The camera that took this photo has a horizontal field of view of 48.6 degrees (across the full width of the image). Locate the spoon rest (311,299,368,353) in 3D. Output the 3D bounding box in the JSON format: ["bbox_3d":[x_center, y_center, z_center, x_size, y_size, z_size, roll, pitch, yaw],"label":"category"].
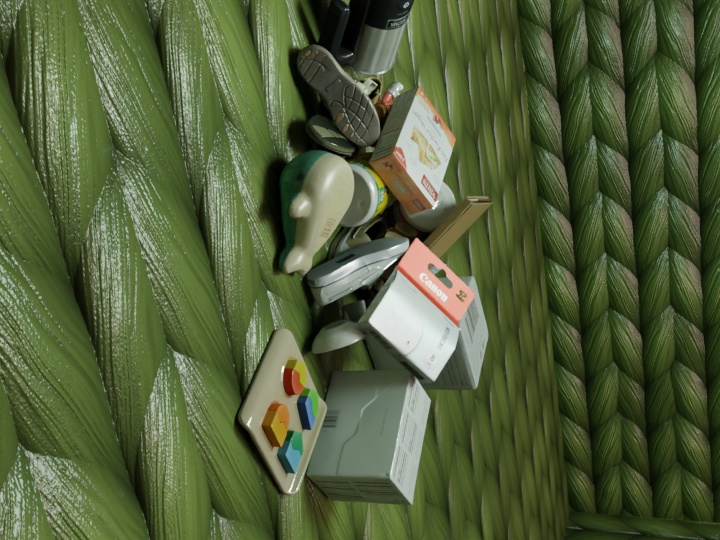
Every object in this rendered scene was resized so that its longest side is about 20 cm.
[{"bbox_3d":[-0.023,0.108,1.388,0.200,0.099,0.061,-47,118,-70],"label":"spoon rest"}]

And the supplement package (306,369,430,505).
[{"bbox_3d":[0.018,0.285,1.373,0.111,0.156,0.200,58,36,-44],"label":"supplement package"}]

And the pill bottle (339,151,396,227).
[{"bbox_3d":[0.009,-0.154,1.451,0.200,0.113,0.113,-37,122,-63],"label":"pill bottle"}]

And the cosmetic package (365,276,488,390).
[{"bbox_3d":[0.136,0.127,1.611,0.165,0.200,0.165,-65,145,-47],"label":"cosmetic package"}]

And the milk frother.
[{"bbox_3d":[-0.013,-0.484,1.425,0.188,0.180,0.200,114,-41,-55],"label":"milk frother"}]

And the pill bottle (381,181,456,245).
[{"bbox_3d":[0.102,-0.100,1.572,0.200,0.111,0.111,136,-38,-68],"label":"pill bottle"}]

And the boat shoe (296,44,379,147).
[{"bbox_3d":[-0.033,-0.302,1.364,0.200,0.076,0.072,55,10,-21],"label":"boat shoe"}]

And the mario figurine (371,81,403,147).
[{"bbox_3d":[0.071,-0.290,1.536,0.124,0.106,0.200,-66,172,21],"label":"mario figurine"}]

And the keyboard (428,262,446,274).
[{"bbox_3d":[0.077,0.044,1.517,0.011,0.200,0.056,58,13,21],"label":"keyboard"}]

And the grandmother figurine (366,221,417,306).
[{"bbox_3d":[0.054,0.000,1.522,0.121,0.061,0.200,-32,152,-42],"label":"grandmother figurine"}]

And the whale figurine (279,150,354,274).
[{"bbox_3d":[-0.090,-0.095,1.266,0.159,0.104,0.200,3,110,-68],"label":"whale figurine"}]

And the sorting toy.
[{"bbox_3d":[-0.109,0.219,1.235,0.185,0.036,0.200,-70,148,-42],"label":"sorting toy"}]

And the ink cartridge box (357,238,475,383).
[{"bbox_3d":[0.109,0.064,1.361,0.163,0.057,0.200,43,69,-16],"label":"ink cartridge box"}]

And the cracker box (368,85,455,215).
[{"bbox_3d":[0.098,-0.217,1.438,0.134,0.058,0.200,49,43,-30],"label":"cracker box"}]

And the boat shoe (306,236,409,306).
[{"bbox_3d":[0.000,0.000,1.381,0.200,0.074,0.065,-23,113,-20],"label":"boat shoe"}]

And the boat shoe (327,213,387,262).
[{"bbox_3d":[-0.005,-0.040,1.463,0.075,0.068,0.200,66,32,-41],"label":"boat shoe"}]

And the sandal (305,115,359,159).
[{"bbox_3d":[-0.050,-0.214,1.378,0.080,0.057,0.201,49,10,8],"label":"sandal"}]

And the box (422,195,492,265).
[{"bbox_3d":[0.156,-0.060,1.486,0.021,0.200,0.163,46,19,11],"label":"box"}]

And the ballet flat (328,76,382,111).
[{"bbox_3d":[-0.009,-0.329,1.481,0.069,0.063,0.200,39,26,1],"label":"ballet flat"}]
